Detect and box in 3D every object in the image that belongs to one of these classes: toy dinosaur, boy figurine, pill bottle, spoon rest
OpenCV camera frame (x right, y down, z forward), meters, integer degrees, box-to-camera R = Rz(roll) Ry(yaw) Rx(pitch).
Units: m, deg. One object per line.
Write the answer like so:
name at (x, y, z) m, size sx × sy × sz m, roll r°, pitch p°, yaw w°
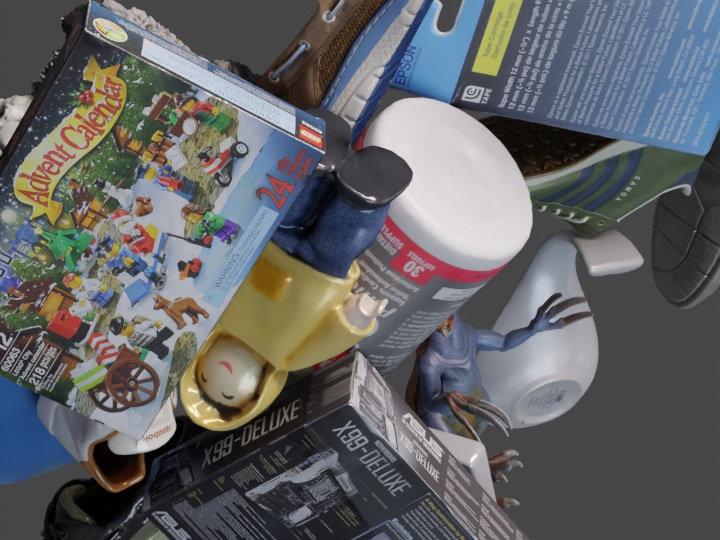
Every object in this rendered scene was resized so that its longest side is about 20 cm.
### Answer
toy dinosaur at (0.047, 0.075, 1.555) m, size 0.199 × 0.105 × 0.182 m, roll -13°, pitch 117°, yaw 29°
boy figurine at (-0.049, 0.005, 1.362) m, size 0.200 × 0.124 × 0.064 m, roll -58°, pitch 174°, yaw 34°
pill bottle at (0.000, 0.000, 1.439) m, size 0.110 × 0.111 × 0.200 m, roll 8°, pitch 141°, yaw -37°
spoon rest at (0.126, 0.036, 1.622) m, size 0.099 × 0.061 × 0.200 m, roll -8°, pitch 145°, yaw -25°

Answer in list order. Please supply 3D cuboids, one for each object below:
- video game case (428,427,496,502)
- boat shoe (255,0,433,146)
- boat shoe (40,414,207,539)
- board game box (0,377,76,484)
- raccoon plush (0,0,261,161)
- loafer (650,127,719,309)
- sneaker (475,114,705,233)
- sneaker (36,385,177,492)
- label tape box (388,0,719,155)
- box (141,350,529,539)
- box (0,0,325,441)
video game case at (0.008, 0.153, 1.574) m, size 0.023 × 0.182 × 0.200 m, roll -57°, pitch 150°, yaw -34°
boat shoe at (0.005, -0.158, 1.326) m, size 0.200 × 0.072 × 0.072 m, roll -60°, pitch 177°, yaw 20°
boat shoe at (-0.166, 0.158, 1.540) m, size 0.200 × 0.073 × 0.065 m, roll -39°, pitch 123°, yaw 3°
board game box at (-0.190, 0.043, 1.436) m, size 0.157 × 0.039 × 0.200 m, roll -1°, pitch 134°, yaw -38°
raccoon plush at (-0.127, -0.055, 1.348) m, size 0.134 × 0.097 × 0.200 m, roll -43°, pitch 138°, yaw 22°
loafer at (0.240, -0.063, 1.585) m, size 0.063 × 0.072 × 0.201 m, roll -14°, pitch 132°, yaw -30°
sneaker at (0.129, -0.055, 1.519) m, size 0.199 × 0.067 × 0.090 m, roll -19°, pitch 133°, yaw -19°
sneaker at (-0.121, 0.045, 1.370) m, size 0.073 × 0.085 × 0.200 m, roll -22°, pitch 149°, yaw -31°
label tape box at (0.124, -0.156, 1.414) m, size 0.199 × 0.066 × 0.144 m, roll 11°, pitch 126°, yaw -10°
box at (-0.006, 0.158, 1.460) m, size 0.157 × 0.050 × 0.200 m, roll -30°, pitch 117°, yaw 26°
box at (-0.125, -0.021, 1.273) m, size 0.136 × 0.038 × 0.200 m, roll 26°, pitch 116°, yaw -16°
